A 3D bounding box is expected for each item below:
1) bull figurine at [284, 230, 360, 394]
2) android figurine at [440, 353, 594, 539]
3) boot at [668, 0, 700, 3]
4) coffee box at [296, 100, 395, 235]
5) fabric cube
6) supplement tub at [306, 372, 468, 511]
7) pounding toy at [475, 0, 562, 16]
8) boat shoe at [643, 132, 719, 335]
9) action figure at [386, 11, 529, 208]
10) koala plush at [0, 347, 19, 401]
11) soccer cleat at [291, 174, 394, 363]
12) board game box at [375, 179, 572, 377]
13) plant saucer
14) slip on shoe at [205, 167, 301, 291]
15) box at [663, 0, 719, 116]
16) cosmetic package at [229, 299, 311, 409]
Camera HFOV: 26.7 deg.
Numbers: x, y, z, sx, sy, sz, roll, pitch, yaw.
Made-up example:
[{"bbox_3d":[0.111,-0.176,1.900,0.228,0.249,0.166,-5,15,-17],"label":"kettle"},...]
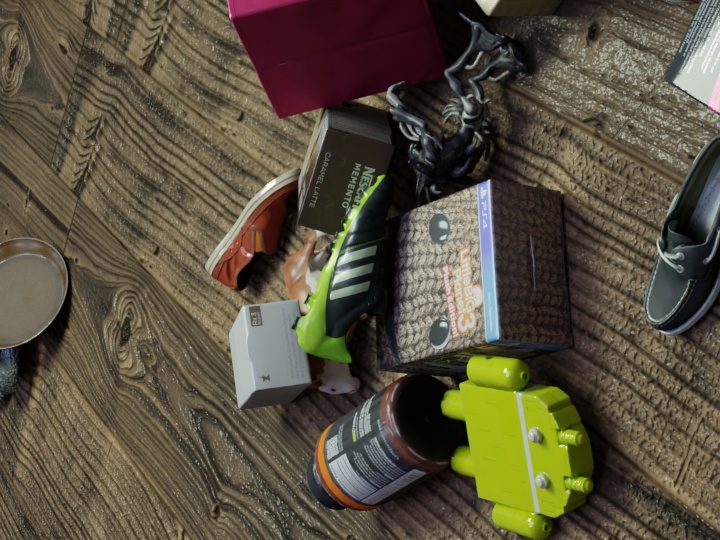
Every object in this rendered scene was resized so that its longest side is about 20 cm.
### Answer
[{"bbox_3d":[-0.038,0.046,1.782,0.122,0.065,0.201,-48,50,34],"label":"bull figurine"},{"bbox_3d":[0.154,0.171,1.475,0.199,0.041,0.183,9,111,55],"label":"android figurine"},{"bbox_3d":[0.267,-0.276,1.333,0.200,0.143,0.073,34,113,53],"label":"boot"},{"bbox_3d":[-0.018,-0.117,1.693,0.200,0.079,0.115,-95,21,-72],"label":"coffee box"},{"bbox_3d":[-0.029,-0.314,1.637,0.198,0.200,0.197,-13,60,7],"label":"fabric cube"},{"bbox_3d":[0.021,0.193,1.636,0.200,0.106,0.108,-38,55,47],"label":"supplement tub"},{"bbox_3d":[0.155,-0.362,1.539,0.185,0.142,0.200,56,132,24],"label":"pounding toy"},{"bbox_3d":[0.292,-0.034,1.328,0.076,0.060,0.201,45,121,48],"label":"boat shoe"},{"bbox_3d":[0.094,-0.163,1.591,0.102,0.118,0.201,39,107,39],"label":"action figure"},{"bbox_3d":[-0.681,0.119,2.541,0.177,0.199,0.185,148,125,-65],"label":"koala plush"},{"bbox_3d":[0.000,0.000,1.571,0.068,0.081,0.201,135,160,-84],"label":"soccer cleat"},{"bbox_3d":[0.109,0.013,1.548,0.200,0.096,0.161,-20,68,52],"label":"board game box"},{"bbox_3d":[-0.562,0.042,2.471,0.199,0.032,0.202,-8,61,14],"label":"plant saucer"},{"bbox_3d":[-0.124,-0.052,1.929,0.061,0.074,0.200,43,119,9],"label":"slip on shoe"},{"bbox_3d":[0.359,-0.149,1.199,0.200,0.122,0.107,47,121,47],"label":"box"},{"bbox_3d":[-0.109,0.102,1.791,0.200,0.073,0.102,137,125,-75],"label":"cosmetic package"}]
